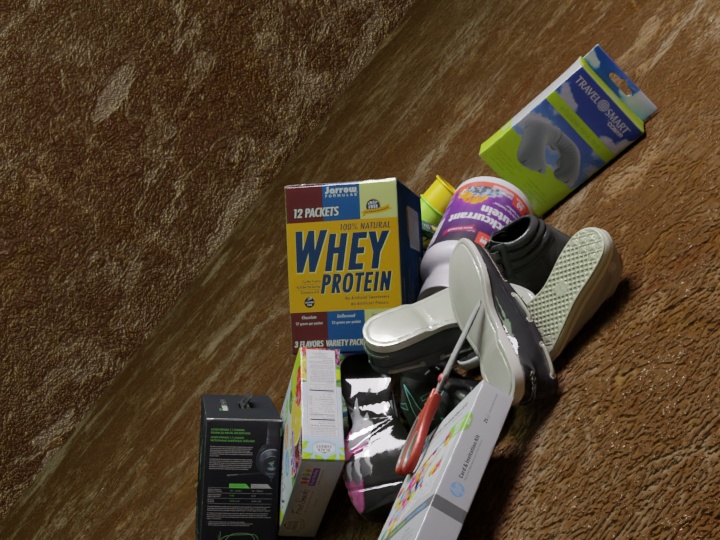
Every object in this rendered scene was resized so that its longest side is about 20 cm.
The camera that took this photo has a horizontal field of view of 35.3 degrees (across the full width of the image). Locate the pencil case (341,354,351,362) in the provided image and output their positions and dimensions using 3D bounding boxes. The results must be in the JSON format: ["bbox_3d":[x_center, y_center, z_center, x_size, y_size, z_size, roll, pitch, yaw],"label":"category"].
[{"bbox_3d":[-0.002,0.101,1.538,0.200,0.087,0.078,-51,6,18],"label":"pencil case"}]

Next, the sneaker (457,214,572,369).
[{"bbox_3d":[0.160,0.018,1.299,0.200,0.099,0.071,-47,17,9],"label":"sneaker"}]

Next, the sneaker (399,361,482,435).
[{"bbox_3d":[0.099,0.150,1.240,0.200,0.075,0.080,-159,80,-67],"label":"sneaker"}]

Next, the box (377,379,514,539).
[{"bbox_3d":[0.069,0.220,1.087,0.200,0.041,0.156,-59,2,-38],"label":"box"}]

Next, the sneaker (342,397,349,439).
[{"bbox_3d":[-0.010,0.186,1.439,0.088,0.075,0.200,-42,23,-7],"label":"sneaker"}]

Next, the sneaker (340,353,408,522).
[{"bbox_3d":[0.023,0.195,1.285,0.080,0.087,0.201,-7,51,8],"label":"sneaker"}]

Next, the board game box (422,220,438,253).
[{"bbox_3d":[0.055,-0.036,1.583,0.105,0.199,0.024,-40,51,32],"label":"board game box"}]

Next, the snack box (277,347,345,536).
[{"bbox_3d":[-0.061,0.201,1.306,0.200,0.053,0.143,108,164,-52],"label":"snack box"}]

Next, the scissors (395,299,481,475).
[{"bbox_3d":[0.079,0.122,1.174,0.073,0.014,0.201,143,149,-88],"label":"scissors"}]

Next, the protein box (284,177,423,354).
[{"bbox_3d":[0.000,0.000,1.383,0.134,0.200,0.200,-3,-3,11],"label":"protein box"}]

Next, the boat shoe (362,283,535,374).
[{"bbox_3d":[0.098,0.065,1.241,0.199,0.062,0.073,-14,42,-12],"label":"boat shoe"}]

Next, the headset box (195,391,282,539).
[{"bbox_3d":[-0.153,0.250,1.390,0.174,0.092,0.201,-167,79,-80],"label":"headset box"}]

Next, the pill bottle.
[{"bbox_3d":[0.140,-0.017,1.419,0.111,0.111,0.200,-33,21,44],"label":"pill bottle"}]

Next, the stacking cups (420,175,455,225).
[{"bbox_3d":[0.076,-0.061,1.810,0.200,0.060,0.061,-46,15,9],"label":"stacking cups"}]

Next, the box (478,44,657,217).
[{"bbox_3d":[0.264,-0.175,1.444,0.200,0.122,0.048,-41,12,26],"label":"box"}]

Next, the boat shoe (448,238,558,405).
[{"bbox_3d":[0.146,0.050,1.167,0.074,0.060,0.201,114,147,-42],"label":"boat shoe"}]

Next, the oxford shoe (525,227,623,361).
[{"bbox_3d":[0.210,0.046,1.183,0.200,0.058,0.075,-58,44,16],"label":"oxford shoe"}]
